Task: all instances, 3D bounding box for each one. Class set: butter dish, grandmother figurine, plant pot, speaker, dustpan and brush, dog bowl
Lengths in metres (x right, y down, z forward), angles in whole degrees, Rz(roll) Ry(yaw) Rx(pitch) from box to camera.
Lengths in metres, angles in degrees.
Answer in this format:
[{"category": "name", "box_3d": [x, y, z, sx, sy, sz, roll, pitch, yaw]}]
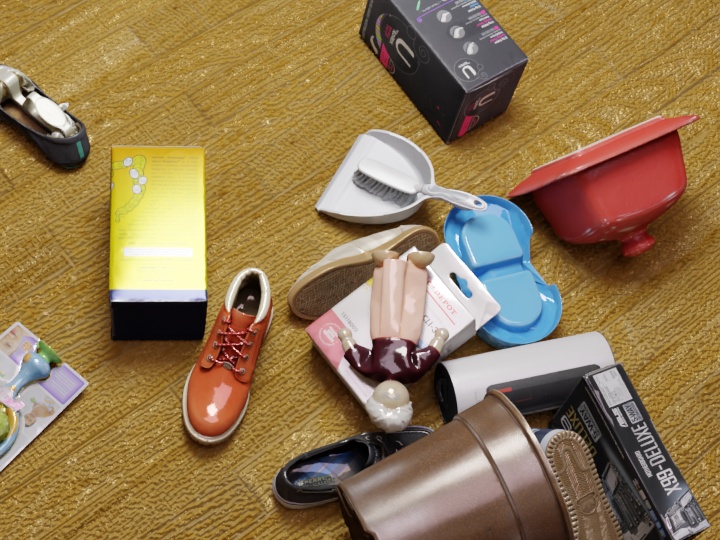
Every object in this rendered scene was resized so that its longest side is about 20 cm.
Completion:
[{"category": "butter dish", "box_3d": [0.312, -0.088, 1.667, 0.200, 0.199, 0.148, -24, 92, -18]}, {"category": "grandmother figurine", "box_3d": [0.034, 0.079, 1.500, 0.121, 0.061, 0.200, -2, 71, 15]}, {"category": "plant pot", "box_3d": [0.093, 0.257, 1.442, 0.198, 0.200, 0.200, -23, 69, -11]}, {"category": "speaker", "box_3d": [0.188, 0.126, 1.577, 0.200, 0.081, 0.081, -10, 65, -14]}, {"category": "dustpan and brush", "box_3d": [0.060, -0.101, 1.666, 0.200, 0.057, 0.140, 23, 61, 13]}, {"category": "dog bowl", "box_3d": [0.166, 0.007, 1.651, 0.111, 0.050, 0.200, -13, 66, -15]}]

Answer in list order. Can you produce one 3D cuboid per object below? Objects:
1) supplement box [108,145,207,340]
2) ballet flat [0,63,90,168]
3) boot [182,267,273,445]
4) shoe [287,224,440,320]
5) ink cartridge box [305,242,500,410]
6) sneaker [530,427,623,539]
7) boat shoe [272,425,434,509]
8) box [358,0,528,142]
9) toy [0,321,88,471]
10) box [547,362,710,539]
[{"category": "supplement box", "box_3d": [-0.233, -0.031, 1.574, 0.109, 0.109, 0.200, 0, 63, -9]}, {"category": "ballet flat", "box_3d": [-0.405, -0.204, 1.657, 0.200, 0.073, 0.073, 39, 64, 12]}, {"category": "boot", "box_3d": [-0.147, 0.092, 1.528, 0.075, 0.107, 0.200, 17, 64, -2]}, {"category": "shoe", "box_3d": [0.000, 0.000, 1.631, 0.200, 0.070, 0.053, -24, 27, -15]}, {"category": "ink cartridge box", "box_3d": [0.052, 0.057, 1.569, 0.200, 0.068, 0.117, -38, 73, -7]}, {"category": "sneaker", "box_3d": [0.227, 0.266, 1.526, 0.070, 0.108, 0.200, -19, 98, -20]}, {"category": "boat shoe", "box_3d": [0.000, 0.210, 1.512, 0.200, 0.066, 0.070, -11, 66, -14]}, {"category": "box", "box_3d": [0.103, -0.286, 1.748, 0.106, 0.122, 0.200, -30, 71, -22]}, {"category": "toy", "box_3d": [-0.408, 0.150, 1.489, 0.115, 0.047, 0.200, 39, 64, 13]}, {"category": "box", "box_3d": [0.289, 0.221, 1.501, 0.050, 0.158, 0.200, -19, 69, -18]}]
